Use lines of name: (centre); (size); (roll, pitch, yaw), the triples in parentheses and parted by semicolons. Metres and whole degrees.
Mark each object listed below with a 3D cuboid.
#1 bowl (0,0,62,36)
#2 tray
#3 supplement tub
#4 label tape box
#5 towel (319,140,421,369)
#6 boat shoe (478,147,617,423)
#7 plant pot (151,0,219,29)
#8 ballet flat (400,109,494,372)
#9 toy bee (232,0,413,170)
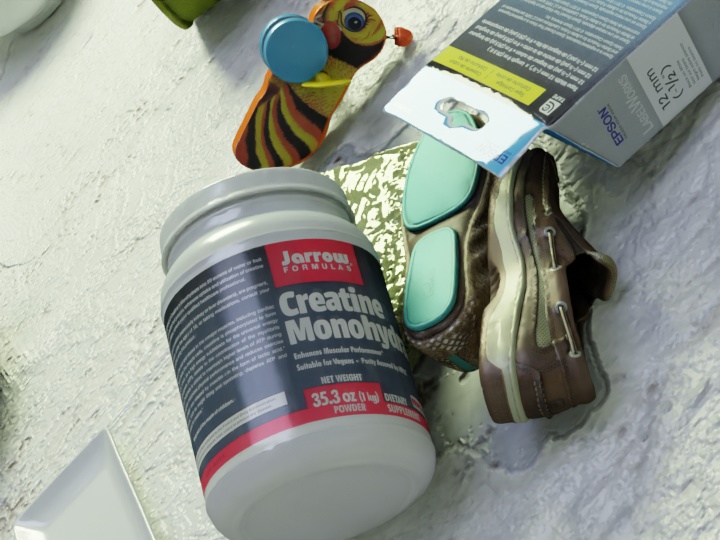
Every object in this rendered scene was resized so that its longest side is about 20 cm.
bowl: (-0.345, -0.299, 1.953); (0.200, 0.090, 0.202); (-29, 41, 29)
tray: (-0.183, 0.202, 1.372); (0.107, 0.022, 0.200); (-47, 35, 9)
supplement tub: (-0.043, 0.054, 1.195); (0.140, 0.140, 0.201); (-32, 58, 26)
label tape box: (0.132, -0.126, 1.231); (0.200, 0.066, 0.143); (-43, 35, -9)
towel: (0.000, 0.000, 1.332); (0.148, 0.036, 0.201); (-16, 48, 40)
boat shoe: (0.117, 0.006, 1.176); (0.074, 0.075, 0.203); (-7, 49, 16)
plant pot: (-0.118, -0.338, 1.661); (0.192, 0.201, 0.201); (-30, 38, 9)
ballet flat: (0.062, -0.015, 1.246); (0.070, 0.065, 0.201); (-20, 40, 30)
toy bee: (-0.020, -0.160, 1.454); (0.131, 0.108, 0.201); (-89, 17, -59)
